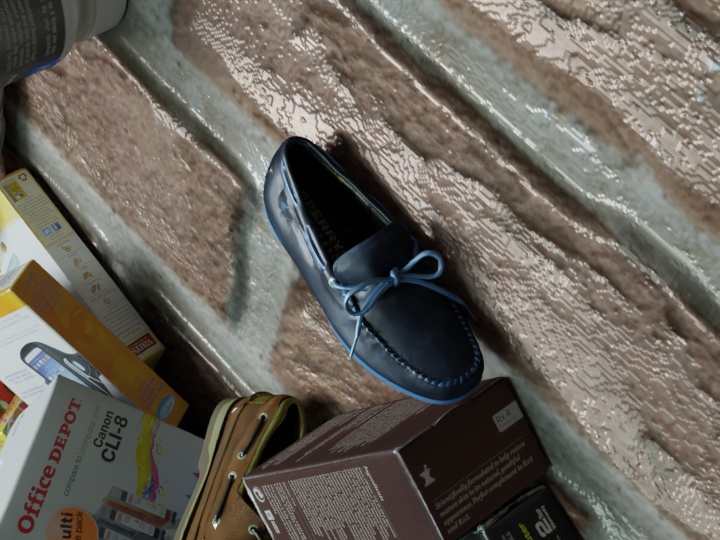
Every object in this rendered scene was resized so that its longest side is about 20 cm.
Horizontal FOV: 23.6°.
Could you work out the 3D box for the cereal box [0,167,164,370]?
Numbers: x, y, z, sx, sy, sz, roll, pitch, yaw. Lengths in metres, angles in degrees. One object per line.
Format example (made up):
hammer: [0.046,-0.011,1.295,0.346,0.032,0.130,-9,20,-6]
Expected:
cereal box: [-0.252,0.029,1.459,0.200,0.039,0.144,51,146,13]

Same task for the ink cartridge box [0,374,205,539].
ink cartridge box: [-0.192,0.200,1.339,0.200,0.146,0.145,26,149,-15]

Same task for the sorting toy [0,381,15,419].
sorting toy: [-0.308,0.171,1.494,0.199,0.200,0.070,40,109,-13]

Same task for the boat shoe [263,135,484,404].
boat shoe: [0.000,0.000,1.073,0.200,0.084,0.069,44,154,19]

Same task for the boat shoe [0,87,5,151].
boat shoe: [-0.331,-0.117,1.421,0.073,0.067,0.201,22,111,7]

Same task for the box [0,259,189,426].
box: [-0.229,0.083,1.384,0.200,0.042,0.119,44,141,-21]

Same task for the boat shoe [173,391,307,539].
boat shoe: [-0.083,0.181,1.221,0.068,0.072,0.201,-10,66,42]

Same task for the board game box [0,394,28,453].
board game box: [-0.230,0.191,1.470,0.030,0.096,0.200,-35,105,18]

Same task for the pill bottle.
pill bottle: [-0.267,-0.178,1.182,0.114,0.200,0.114,32,136,36]

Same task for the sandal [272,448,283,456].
sandal: [-0.025,0.200,1.254,0.200,0.087,0.080,37,142,33]

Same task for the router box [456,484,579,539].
router box: [0.113,0.253,1.136,0.200,0.062,0.150,58,147,3]

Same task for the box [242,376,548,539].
box: [0.019,0.134,1.137,0.200,0.100,0.075,-22,97,57]
